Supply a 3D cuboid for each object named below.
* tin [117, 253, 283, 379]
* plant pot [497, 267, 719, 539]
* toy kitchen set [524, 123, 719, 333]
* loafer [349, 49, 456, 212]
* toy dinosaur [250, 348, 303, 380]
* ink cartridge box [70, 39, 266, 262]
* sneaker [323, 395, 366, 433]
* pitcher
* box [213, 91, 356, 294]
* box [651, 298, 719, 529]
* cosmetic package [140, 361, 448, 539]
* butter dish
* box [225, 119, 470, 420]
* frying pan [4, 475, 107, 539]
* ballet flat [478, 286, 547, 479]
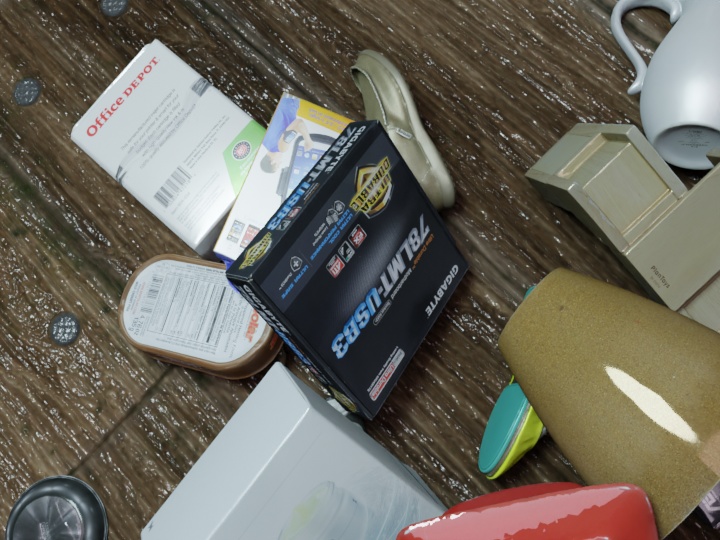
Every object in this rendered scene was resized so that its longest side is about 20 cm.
[{"bbox_3d":[-0.169,0.046,0.801,0.196,0.042,0.114,10,77,23],"label":"tin"},{"bbox_3d":[0.223,0.095,0.659,0.187,0.187,0.200,-46,68,-5],"label":"plant pot"},{"bbox_3d":[0.300,-0.070,0.738,0.163,0.181,0.200,-43,99,7],"label":"toy kitchen set"},{"bbox_3d":[0.034,-0.147,0.824,0.066,0.076,0.203,-26,76,-6],"label":"loafer"},{"bbox_3d":[-0.069,0.052,0.801,0.198,0.058,0.102,-35,75,-2],"label":"toy dinosaur"},{"bbox_3d":[-0.194,-0.130,0.843,0.199,0.084,0.146,40,84,13],"label":"ink cartridge box"},{"bbox_3d":[-0.083,0.192,0.765,0.197,0.074,0.081,-23,81,1],"label":"sneaker"},{"bbox_3d":[0.336,-0.214,0.792,0.169,0.121,0.203,7,67,30],"label":"pitcher"},{"bbox_3d":[-0.061,-0.063,0.759,0.117,0.042,0.203,22,78,2],"label":"box"},{"bbox_3d":[0.338,0.116,0.742,0.160,0.049,0.202,-35,76,2],"label":"box"},{"bbox_3d":[-0.053,0.232,0.677,0.199,0.123,0.200,41,86,-21],"label":"cosmetic package"},{"bbox_3d":[0.137,0.253,0.628,0.196,0.148,0.204,-13,102,5],"label":"butter dish"},{"bbox_3d":[0.000,0.000,0.721,0.049,0.199,0.201,6,52,51],"label":"box"},{"bbox_3d":[-0.360,0.274,0.804,0.185,0.031,0.118,3,77,5],"label":"frying pan"},{"bbox_3d":[0.177,0.115,0.758,0.066,0.067,0.204,21,78,-12],"label":"ballet flat"}]
